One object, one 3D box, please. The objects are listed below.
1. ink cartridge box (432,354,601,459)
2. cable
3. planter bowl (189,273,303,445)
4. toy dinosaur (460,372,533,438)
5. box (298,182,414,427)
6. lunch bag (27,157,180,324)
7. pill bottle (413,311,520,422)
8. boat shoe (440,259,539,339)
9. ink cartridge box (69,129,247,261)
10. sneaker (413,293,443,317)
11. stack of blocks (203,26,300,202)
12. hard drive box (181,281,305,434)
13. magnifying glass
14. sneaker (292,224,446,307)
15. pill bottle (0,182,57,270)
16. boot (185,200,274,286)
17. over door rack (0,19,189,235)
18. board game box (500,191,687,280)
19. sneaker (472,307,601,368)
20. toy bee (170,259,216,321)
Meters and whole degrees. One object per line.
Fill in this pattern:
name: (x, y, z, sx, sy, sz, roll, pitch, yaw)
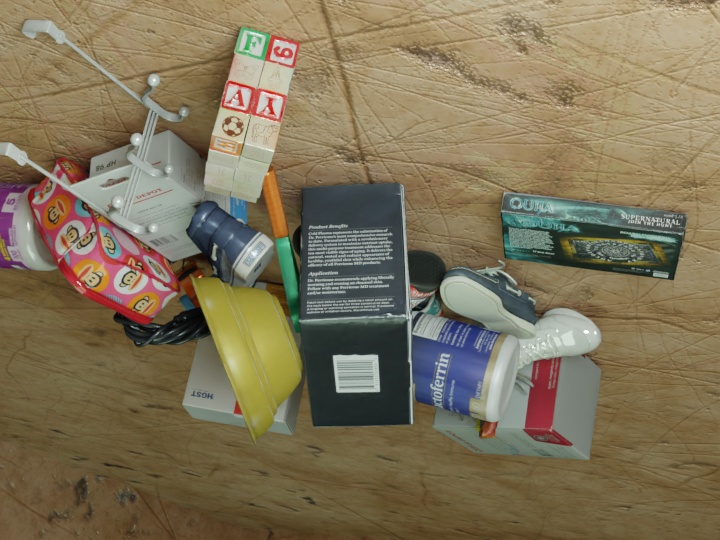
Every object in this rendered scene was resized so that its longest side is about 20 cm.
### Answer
ink cartridge box: (0.232, 0.188, 1.822, 0.199, 0.146, 0.145, -3, 155, 34)
cable: (-0.224, 0.026, 1.570, 0.162, 0.201, 0.051, 18, 143, 10)
planter bowl: (-0.115, 0.083, 1.352, 0.083, 0.201, 0.201, -21, 160, -7)
toy dinosaur: (0.133, 0.158, 1.721, 0.199, 0.105, 0.182, 24, -166, -15)
box: (-0.002, 0.041, 1.391, 0.123, 0.197, 0.201, -1, 138, 2)
lunch bag: (-0.300, -0.032, 1.487, 0.082, 0.200, 0.176, -44, 140, 12)
pill bottle: (0.099, 0.118, 1.603, 0.199, 0.116, 0.116, 14, 161, 17)
boat shoe: (0.168, 0.030, 1.562, 0.075, 0.062, 0.200, -9, 154, 40)
ink cartridge box: (-0.231, -0.092, 1.417, 0.115, 0.067, 0.200, -15, 149, 24)
sneaker: (0.020, 0.045, 1.697, 0.198, 0.071, 0.094, 9, 142, 13)
stack of blocks: (-0.113, -0.134, 1.206, 0.058, 0.116, 0.200, 14, 160, -7)
hard drive box: (-0.155, 0.122, 1.778, 0.155, 0.201, 0.077, 8, 160, 8)
magnifying glass: (-0.088, -0.022, 1.431, 0.022, 0.201, 0.080, -10, -160, 1)
sneaker: (0.000, 0.001, 1.568, 0.200, 0.068, 0.108, 13, 157, -11)
pill bottle: (-0.482, -0.060, 1.605, 0.199, 0.113, 0.112, 3, 158, 21)
boot: (-0.152, -0.028, 1.419, 0.090, 0.073, 0.200, 39, 165, 1)
over door rack: (-0.260, -0.139, 1.224, 0.066, 0.149, 0.200, -5, 155, 41)
board game box: (0.259, -0.038, 1.381, 0.199, 0.028, 0.135, 8, 159, 11)
sneaker: (0.230, 0.105, 1.662, 0.199, 0.100, 0.075, -6, 126, 37)
toy bee: (-0.217, 0.026, 1.722, 0.130, 0.201, 0.109, -15, -164, -12)
